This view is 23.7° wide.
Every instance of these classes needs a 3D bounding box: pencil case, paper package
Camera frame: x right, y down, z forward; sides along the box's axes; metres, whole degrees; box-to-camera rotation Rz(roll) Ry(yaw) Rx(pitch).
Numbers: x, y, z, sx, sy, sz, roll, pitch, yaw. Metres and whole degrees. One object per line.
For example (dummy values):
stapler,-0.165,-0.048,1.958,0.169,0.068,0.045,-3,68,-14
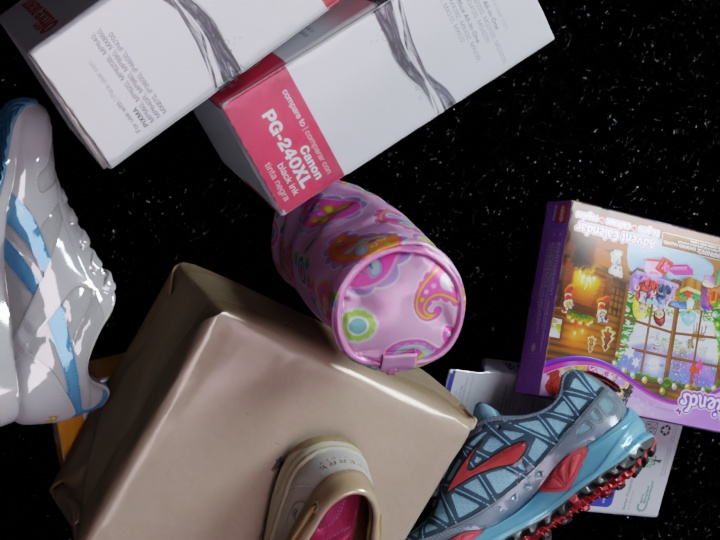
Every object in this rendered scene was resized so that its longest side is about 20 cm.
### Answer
pencil case,0.000,0.000,1.061,0.087,0.200,0.088,-4,105,-15
paper package,-0.064,0.122,1.088,0.200,0.103,0.191,27,97,-26

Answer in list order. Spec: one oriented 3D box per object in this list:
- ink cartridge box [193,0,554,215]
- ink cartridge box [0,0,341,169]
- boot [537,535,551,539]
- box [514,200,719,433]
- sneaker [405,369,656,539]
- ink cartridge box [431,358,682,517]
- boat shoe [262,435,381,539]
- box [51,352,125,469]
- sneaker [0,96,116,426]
ink cartridge box,-0.002,-0.135,1.044,0.200,0.145,0.084,-33,114,-7
ink cartridge box,-0.103,-0.161,1.000,0.200,0.144,0.084,-38,114,-5
boot,0.024,0.222,1.197,0.199,0.064,0.187,-1,127,-16
box,0.214,0.038,1.216,0.199,0.039,0.138,12,85,-22
sneaker,0.092,0.138,1.137,0.200,0.096,0.079,-31,158,-2
ink cartridge box,0.135,0.120,1.237,0.199,0.039,0.100,9,104,-23
boat shoe,-0.031,0.203,1.033,0.073,0.069,0.201,2,108,-20
box,-0.103,0.104,1.146,0.199,0.041,0.120,-14,111,-18
sneaker,-0.195,-0.006,1.052,0.080,0.076,0.201,-3,101,-23
